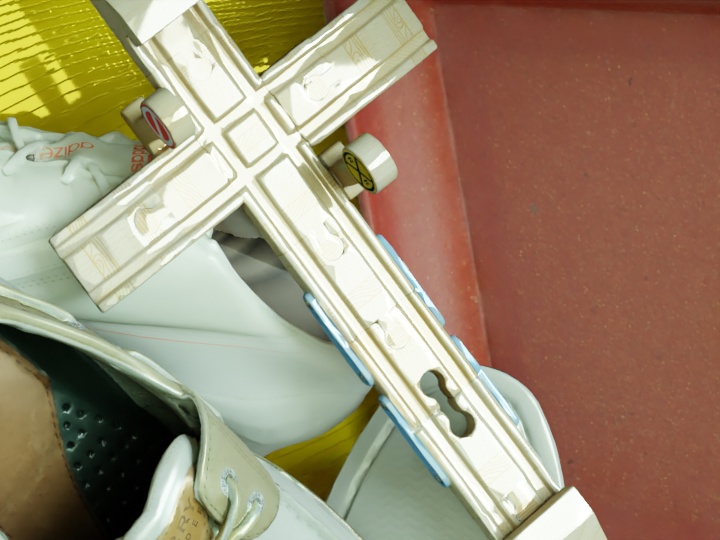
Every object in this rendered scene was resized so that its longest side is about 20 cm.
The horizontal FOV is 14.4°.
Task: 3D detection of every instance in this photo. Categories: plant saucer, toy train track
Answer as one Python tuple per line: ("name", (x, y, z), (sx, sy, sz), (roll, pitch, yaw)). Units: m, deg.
("plant saucer", (0.094, 0.012, 0.760), (0.037, 0.199, 0.201), (-37, 124, -47))
("toy train track", (0.000, 0.000, 0.728), (0.115, 0.033, 0.200), (-39, 99, -16))

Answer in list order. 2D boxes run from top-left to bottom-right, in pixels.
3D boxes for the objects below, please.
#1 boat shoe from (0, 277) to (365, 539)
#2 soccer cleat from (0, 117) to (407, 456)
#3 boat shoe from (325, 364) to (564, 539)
("boat shoe", (-0.060, 0.063, 0.710), (0.200, 0.068, 0.075), (35, 83, -20))
("soccer cleat", (-0.080, -0.013, 0.757), (0.199, 0.070, 0.078), (23, 131, -22))
("boat shoe", (0.024, 0.120, 0.802), (0.073, 0.060, 0.202), (6, 102, 15))
